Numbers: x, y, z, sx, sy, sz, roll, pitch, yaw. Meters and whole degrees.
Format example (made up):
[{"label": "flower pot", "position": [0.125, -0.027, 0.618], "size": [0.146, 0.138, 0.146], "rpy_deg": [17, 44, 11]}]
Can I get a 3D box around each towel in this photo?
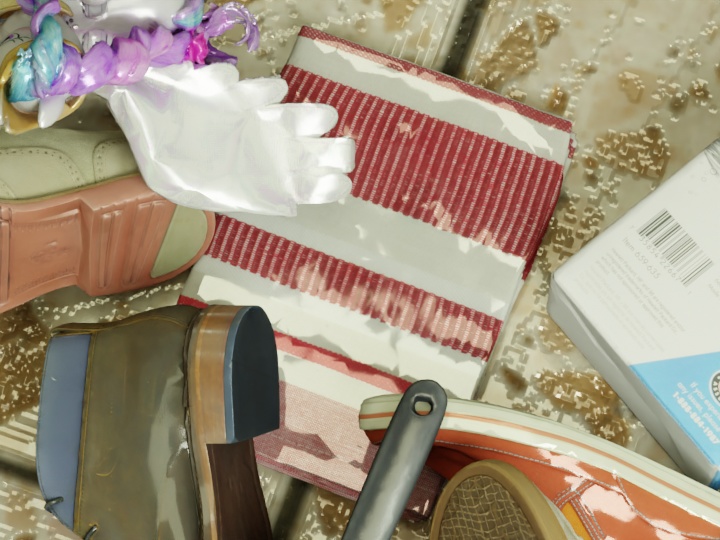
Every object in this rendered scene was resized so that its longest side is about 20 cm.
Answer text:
[{"label": "towel", "position": [0.000, 0.000, 1.272], "size": [0.144, 0.023, 0.201], "rpy_deg": [21, 75, 8]}]

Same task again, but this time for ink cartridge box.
[{"label": "ink cartridge box", "position": [0.195, -0.008, 1.244], "size": [0.200, 0.067, 0.116], "rpy_deg": [-38, 76, -8]}]

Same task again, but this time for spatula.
[{"label": "spatula", "position": [-0.010, 0.134, 1.142], "size": [0.056, 0.021, 0.201], "rpy_deg": [21, 71, 9]}]

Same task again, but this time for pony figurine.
[{"label": "pony figurine", "position": [-0.101, -0.111, 1.219], "size": [0.192, 0.200, 0.167], "rpy_deg": [-7, 117, -16]}]

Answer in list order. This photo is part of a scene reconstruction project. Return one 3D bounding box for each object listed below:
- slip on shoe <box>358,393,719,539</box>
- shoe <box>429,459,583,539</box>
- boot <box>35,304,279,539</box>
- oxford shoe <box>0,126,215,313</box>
[{"label": "slip on shoe", "position": [0.089, 0.103, 1.204], "size": [0.199, 0.074, 0.061], "rpy_deg": [24, 81, -7]}, {"label": "shoe", "position": [0.081, 0.171, 1.118], "size": [0.070, 0.053, 0.201], "rpy_deg": [-30, 67, 27]}, {"label": "boot", "position": [-0.091, 0.113, 1.222], "size": [0.097, 0.075, 0.201], "rpy_deg": [3, 87, 21]}, {"label": "oxford shoe", "position": [-0.169, -0.024, 1.245], "size": [0.199, 0.071, 0.074], "rpy_deg": [-4, 40, -25]}]
